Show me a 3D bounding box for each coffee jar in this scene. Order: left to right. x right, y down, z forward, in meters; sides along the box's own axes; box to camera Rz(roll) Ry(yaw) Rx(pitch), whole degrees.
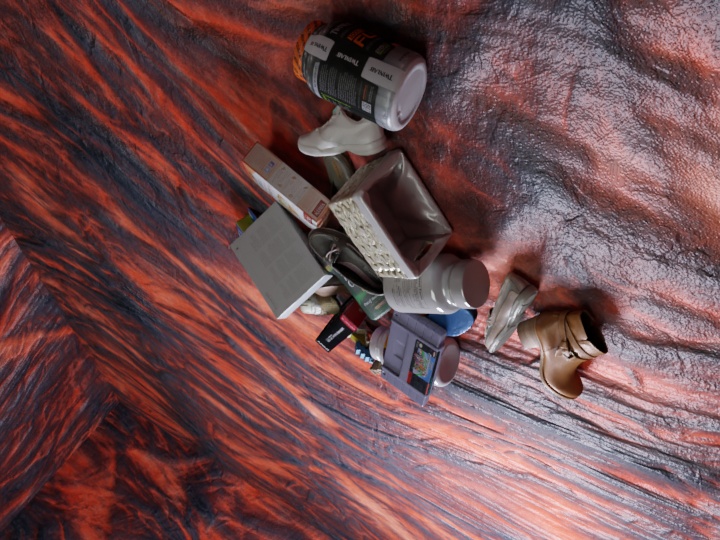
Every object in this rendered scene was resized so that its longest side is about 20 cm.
[{"bbox_3d":[0.000,0.000,1.584,0.104,0.086,0.200,-39,101,22],"label":"coffee jar"}]

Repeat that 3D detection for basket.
[{"bbox_3d":[0.053,-0.098,1.378,0.122,0.136,0.202,-3,129,54],"label":"basket"}]

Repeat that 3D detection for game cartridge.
[{"bbox_3d":[0.110,0.181,1.580,0.129,0.038,0.204,34,131,31],"label":"game cartridge"}]

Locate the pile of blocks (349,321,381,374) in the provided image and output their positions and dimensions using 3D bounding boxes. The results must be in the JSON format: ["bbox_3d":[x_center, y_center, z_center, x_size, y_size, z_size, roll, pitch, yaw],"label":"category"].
[{"bbox_3d":[0.041,0.194,1.800,0.198,0.082,0.063,34,149,13],"label":"pile of blocks"}]

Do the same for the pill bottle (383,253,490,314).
[{"bbox_3d":[0.147,0.025,1.443,0.197,0.115,0.116,-1,131,47],"label":"pill bottle"}]

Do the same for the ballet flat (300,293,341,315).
[{"bbox_3d":[-0.129,0.069,1.740,0.197,0.065,0.072,19,131,43],"label":"ballet flat"}]

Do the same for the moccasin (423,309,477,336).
[{"bbox_3d":[0.176,0.092,1.544,0.081,0.068,0.199,55,147,-8],"label":"moccasin"}]

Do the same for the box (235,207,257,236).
[{"bbox_3d":[-0.245,-0.041,1.826,0.122,0.047,0.203,46,157,36],"label":"box"}]

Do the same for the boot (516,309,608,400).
[{"bbox_3d":[0.399,0.155,1.383,0.154,0.077,0.202,-19,108,51],"label":"boot"}]

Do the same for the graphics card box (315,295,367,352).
[{"bbox_3d":[-0.026,0.105,1.722,0.051,0.126,0.200,40,148,-4],"label":"graphics card box"}]

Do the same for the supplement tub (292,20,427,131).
[{"bbox_3d":[-0.003,-0.314,1.178,0.197,0.123,0.124,28,147,18],"label":"supplement tub"}]

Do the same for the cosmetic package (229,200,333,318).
[{"bbox_3d":[-0.173,-0.022,1.619,0.202,0.150,0.052,55,-166,13],"label":"cosmetic package"}]

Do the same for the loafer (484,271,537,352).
[{"bbox_3d":[0.276,0.079,1.426,0.063,0.071,0.202,46,146,22],"label":"loafer"}]

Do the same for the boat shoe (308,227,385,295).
[{"bbox_3d":[-0.021,-0.018,1.503,0.198,0.057,0.067,34,108,-7],"label":"boat shoe"}]

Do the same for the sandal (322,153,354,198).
[{"bbox_3d":[-0.028,-0.148,1.477,0.080,0.055,0.203,10,137,40],"label":"sandal"}]

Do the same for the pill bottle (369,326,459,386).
[{"bbox_3d":[0.118,0.184,1.678,0.197,0.110,0.111,11,139,39],"label":"pill bottle"}]

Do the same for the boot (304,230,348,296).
[{"bbox_3d":[-0.107,-0.016,1.672,0.194,0.150,0.070,-9,160,-1],"label":"boot"}]

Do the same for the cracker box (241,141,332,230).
[{"bbox_3d":[-0.148,-0.167,1.539,0.199,0.058,0.134,39,173,4],"label":"cracker box"}]

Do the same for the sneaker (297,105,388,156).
[{"bbox_3d":[-0.039,-0.260,1.351,0.196,0.075,0.090,4,122,37],"label":"sneaker"}]
